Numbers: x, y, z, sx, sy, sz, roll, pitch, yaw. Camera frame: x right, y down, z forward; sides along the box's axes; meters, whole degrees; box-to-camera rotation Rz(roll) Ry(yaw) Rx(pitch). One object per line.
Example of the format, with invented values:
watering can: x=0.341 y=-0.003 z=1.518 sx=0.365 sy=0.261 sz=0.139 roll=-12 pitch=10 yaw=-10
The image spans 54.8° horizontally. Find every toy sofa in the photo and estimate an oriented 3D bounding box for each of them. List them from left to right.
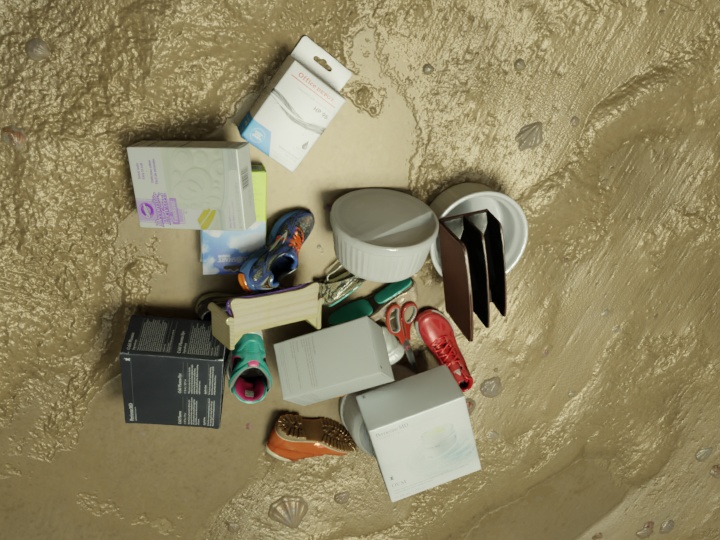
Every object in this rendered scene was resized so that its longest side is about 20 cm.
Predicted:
toy sofa: x=-0.172 y=0.069 z=1.278 sx=0.200 sy=0.083 sz=0.098 roll=-12 pitch=114 yaw=-33

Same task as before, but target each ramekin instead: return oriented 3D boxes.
ramekin: x=0.040 y=-0.061 z=1.284 sx=0.202 sy=0.203 sz=0.094 roll=-3 pitch=127 yaw=-13
ramekin: x=0.059 y=0.315 z=1.515 sx=0.200 sy=0.105 sz=0.201 roll=-5 pitch=116 yaw=-11
ramekin: x=0.219 y=-0.076 z=1.371 sx=0.200 sy=0.098 sz=0.201 roll=-6 pitch=117 yaw=-11

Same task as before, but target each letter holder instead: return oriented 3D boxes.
letter holder: x=0.218 y=0.011 z=1.277 sx=0.100 sy=0.142 sz=0.200 roll=-13 pitch=117 yaw=-8

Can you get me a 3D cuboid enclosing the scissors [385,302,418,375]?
scissors: x=0.088 y=0.151 z=1.439 sx=0.073 sy=0.014 sz=0.200 roll=-18 pitch=122 yaw=-24

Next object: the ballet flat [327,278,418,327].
ballet flat: x=0.032 y=0.085 z=1.422 sx=0.200 sy=0.068 sz=0.067 roll=-26 pitch=127 yaw=1

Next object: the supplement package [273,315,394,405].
supplement package: x=-0.051 y=0.182 z=1.369 sx=0.200 sy=0.117 sz=0.117 roll=-17 pitch=158 yaw=12

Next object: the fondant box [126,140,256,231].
fondant box: x=-0.286 y=-0.146 z=1.190 sx=0.200 sy=0.058 sz=0.145 roll=3 pitch=114 yaw=13

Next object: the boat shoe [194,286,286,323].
boat shoe: x=-0.219 y=0.080 z=1.351 sx=0.200 sy=0.073 sz=0.075 roll=-8 pitch=117 yaw=-10

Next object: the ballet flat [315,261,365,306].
ballet flat: x=0.000 y=0.000 z=1.377 sx=0.200 sy=0.068 sz=0.075 roll=-26 pitch=103 yaw=2

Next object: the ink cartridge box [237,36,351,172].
ink cartridge box: x=-0.108 y=-0.288 z=1.205 sx=0.116 sy=0.068 sz=0.200 roll=32 pitch=104 yaw=-25

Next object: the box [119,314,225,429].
box: x=-0.350 y=0.194 z=1.319 sx=0.182 sy=0.104 sz=0.200 roll=5 pitch=129 yaw=-9

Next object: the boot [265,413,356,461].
boot: x=-0.110 y=0.381 z=1.532 sx=0.200 sy=0.075 sz=0.107 roll=18 pitch=124 yaw=-23

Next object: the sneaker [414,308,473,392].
sneaker: x=0.191 y=0.177 z=1.475 sx=0.078 sy=0.116 sz=0.200 roll=-35 pitch=119 yaw=3

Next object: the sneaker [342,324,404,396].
sneaker: x=-0.011 y=0.184 z=1.461 sx=0.200 sy=0.076 sz=0.092 roll=-33 pitch=111 yaw=-5

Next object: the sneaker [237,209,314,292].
sneaker: x=-0.137 y=-0.032 z=1.275 sx=0.200 sy=0.078 sz=0.075 roll=-57 pitch=138 yaw=-28

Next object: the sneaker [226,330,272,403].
sneaker: x=-0.219 y=0.214 z=1.359 sx=0.083 sy=0.121 sz=0.200 roll=-1 pitch=138 yaw=-13

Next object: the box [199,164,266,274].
box: x=-0.235 y=-0.093 z=1.278 sx=0.122 sy=0.048 sz=0.200 roll=-1 pitch=115 yaw=-12

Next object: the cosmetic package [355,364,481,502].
cosmetic package: x=0.118 y=0.329 z=1.409 sx=0.199 sy=0.123 sz=0.200 roll=-19 pitch=117 yaw=-5
